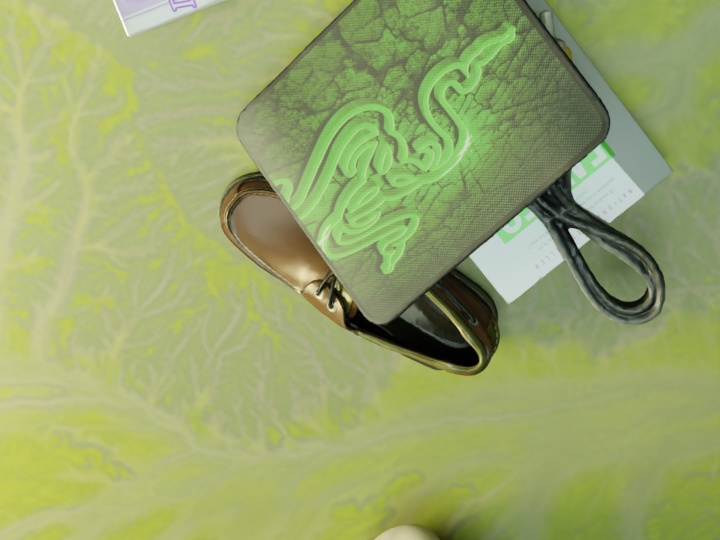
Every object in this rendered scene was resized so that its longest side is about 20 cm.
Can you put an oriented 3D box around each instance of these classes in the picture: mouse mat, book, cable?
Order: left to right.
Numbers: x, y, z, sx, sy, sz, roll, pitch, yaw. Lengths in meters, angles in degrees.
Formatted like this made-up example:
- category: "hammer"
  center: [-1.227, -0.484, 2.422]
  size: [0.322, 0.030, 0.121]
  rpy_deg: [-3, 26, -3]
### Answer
- category: "mouse mat"
  center: [0.030, -0.084, 0.892]
  size: [0.200, 0.008, 0.161]
  rpy_deg: [-42, 79, 28]
- category: "book"
  center: [0.080, -0.100, 0.942]
  size: [0.133, 0.048, 0.200]
  rpy_deg: [-39, 99, 10]
- category: "cable"
  center: [0.108, -0.046, 0.904]
  size: [0.097, 0.050, 0.201]
  rpy_deg: [-25, 98, 8]

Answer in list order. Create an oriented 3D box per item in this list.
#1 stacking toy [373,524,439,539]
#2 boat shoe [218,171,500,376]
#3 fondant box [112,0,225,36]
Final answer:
- category: "stacking toy"
  center: [0.084, 0.266, 1.028]
  size: [0.199, 0.146, 0.147]
  rpy_deg: [23, 108, -23]
- category: "boat shoe"
  center: [0.000, 0.000, 0.962]
  size: [0.199, 0.068, 0.072]
  rpy_deg: [26, 109, -3]
- category: "fondant box"
  center: [-0.070, -0.241, 0.900]
  size: [0.199, 0.058, 0.145]
  rpy_deg: [-19, 104, 11]
